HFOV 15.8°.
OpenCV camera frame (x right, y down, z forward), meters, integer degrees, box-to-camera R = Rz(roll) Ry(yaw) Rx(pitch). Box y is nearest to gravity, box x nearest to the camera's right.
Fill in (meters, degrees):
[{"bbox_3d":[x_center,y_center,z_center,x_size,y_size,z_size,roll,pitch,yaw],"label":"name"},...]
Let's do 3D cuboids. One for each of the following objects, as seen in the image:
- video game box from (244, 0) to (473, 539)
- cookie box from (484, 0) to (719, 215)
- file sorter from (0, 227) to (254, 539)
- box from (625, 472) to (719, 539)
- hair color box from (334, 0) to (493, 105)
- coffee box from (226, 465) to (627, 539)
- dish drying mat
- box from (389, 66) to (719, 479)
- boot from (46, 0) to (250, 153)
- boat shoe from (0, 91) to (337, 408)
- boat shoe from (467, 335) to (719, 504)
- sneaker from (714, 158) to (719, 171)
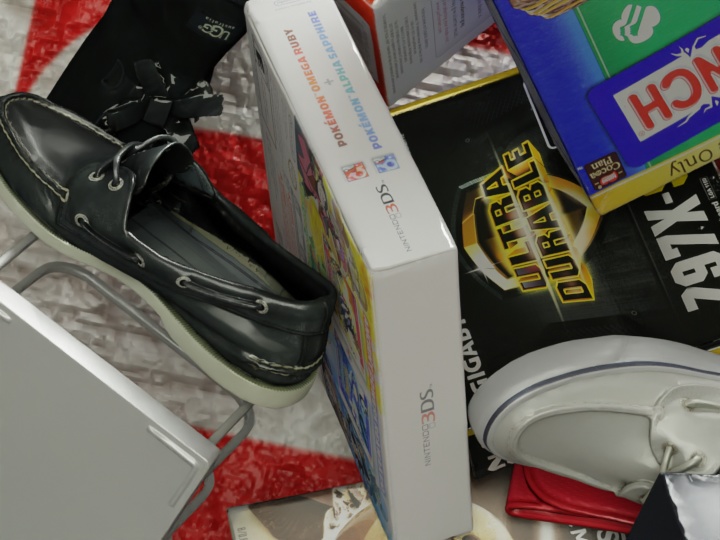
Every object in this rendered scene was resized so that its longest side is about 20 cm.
[{"bbox_3d":[0.000,0.000,1.191,0.047,0.200,0.182,-15,49,-8],"label":"video game box"},{"bbox_3d":[0.138,-0.149,1.168,0.171,0.075,0.200,-27,126,5],"label":"cookie box"},{"bbox_3d":[-0.141,0.085,1.215,0.139,0.125,0.200,37,124,5],"label":"file sorter"},{"bbox_3d":[0.199,0.190,1.169,0.182,0.200,0.104,1,46,-17],"label":"box"},{"bbox_3d":[0.066,-0.183,1.264,0.200,0.111,0.064,-38,70,-11],"label":"hair color box"},{"bbox_3d":[0.044,0.152,1.267,0.200,0.080,0.113,-12,82,0],"label":"coffee box"},{"bbox_3d":[0.127,0.037,1.254,0.077,0.018,0.200,8,54,14],"label":"dish drying mat"},{"bbox_3d":[0.099,-0.012,1.253,0.159,0.049,0.200,-17,52,-2],"label":"box"},{"bbox_3d":[-0.105,-0.126,1.288,0.073,0.198,0.163,24,117,-24],"label":"boot"},{"bbox_3d":[-0.089,-0.025,1.156,0.199,0.074,0.066,44,130,16],"label":"boat shoe"},{"bbox_3d":[0.146,0.080,1.167,0.200,0.072,0.066,9,39,-25],"label":"boat shoe"},{"bbox_3d":[0.249,-0.038,1.281,0.078,0.115,0.200,-47,68,13],"label":"sneaker"}]
